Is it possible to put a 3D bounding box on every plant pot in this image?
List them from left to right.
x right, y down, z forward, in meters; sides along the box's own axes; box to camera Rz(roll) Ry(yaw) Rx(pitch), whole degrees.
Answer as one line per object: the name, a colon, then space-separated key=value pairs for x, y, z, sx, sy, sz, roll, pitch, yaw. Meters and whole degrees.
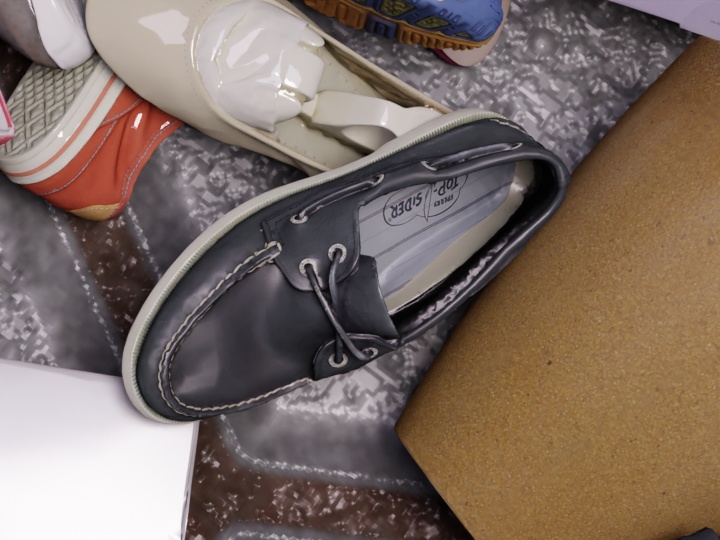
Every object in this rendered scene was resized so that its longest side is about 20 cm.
plant pot: x=0.119 y=0.040 z=0.996 sx=0.200 sy=0.186 sz=0.187 roll=-39 pitch=88 yaw=0

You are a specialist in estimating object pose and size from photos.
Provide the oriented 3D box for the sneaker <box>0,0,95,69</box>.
sneaker: x=-0.191 y=-0.136 z=1.010 sx=0.082 sy=0.077 sz=0.200 roll=-46 pitch=69 yaw=-1

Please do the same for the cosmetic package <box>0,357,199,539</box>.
cosmetic package: x=-0.169 y=0.088 z=0.970 sx=0.199 sy=0.085 sz=0.108 roll=11 pitch=78 yaw=-9

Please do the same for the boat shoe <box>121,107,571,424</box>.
boat shoe: x=0.001 y=0.002 z=0.949 sx=0.199 sy=0.066 sz=0.075 roll=-27 pitch=116 yaw=-25

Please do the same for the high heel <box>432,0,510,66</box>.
high heel: x=0.009 y=-0.184 z=1.051 sx=0.067 sy=0.096 sz=0.201 roll=-31 pitch=125 yaw=-26

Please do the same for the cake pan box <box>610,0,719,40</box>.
cake pan box: x=0.169 y=-0.185 z=1.043 sx=0.199 sy=0.052 sz=0.185 roll=15 pitch=65 yaw=-22

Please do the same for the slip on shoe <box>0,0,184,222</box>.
slip on shoe: x=-0.080 y=-0.105 z=1.038 sx=0.061 sy=0.074 sz=0.200 roll=47 pitch=66 yaw=-35

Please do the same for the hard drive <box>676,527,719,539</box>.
hard drive: x=0.047 y=0.172 z=0.964 sx=0.199 sy=0.140 sz=0.033 roll=-25 pitch=75 yaw=-12

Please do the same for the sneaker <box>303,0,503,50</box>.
sneaker: x=-0.022 y=-0.164 z=0.980 sx=0.199 sy=0.075 sz=0.088 roll=29 pitch=75 yaw=-3

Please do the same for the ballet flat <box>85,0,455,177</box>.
ballet flat: x=-0.018 y=-0.072 z=0.999 sx=0.199 sy=0.069 sz=0.070 roll=27 pitch=75 yaw=-31

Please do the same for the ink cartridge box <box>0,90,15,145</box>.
ink cartridge box: x=-0.258 y=-0.080 z=0.947 sx=0.199 sy=0.085 sz=0.146 roll=-24 pitch=84 yaw=15
